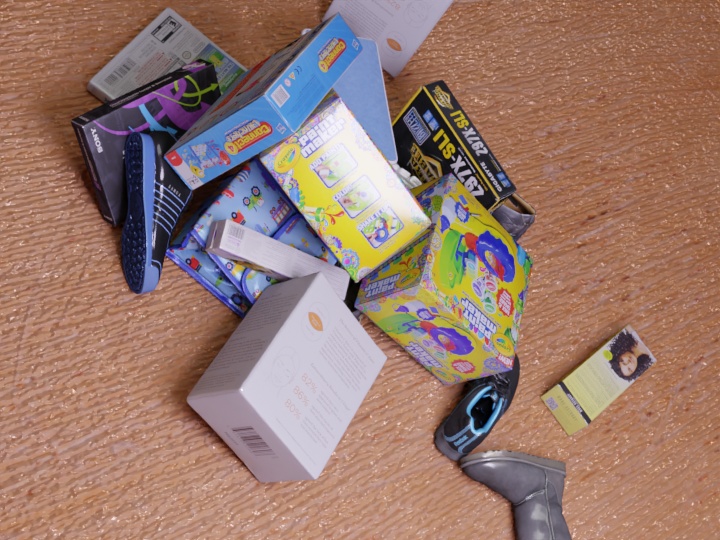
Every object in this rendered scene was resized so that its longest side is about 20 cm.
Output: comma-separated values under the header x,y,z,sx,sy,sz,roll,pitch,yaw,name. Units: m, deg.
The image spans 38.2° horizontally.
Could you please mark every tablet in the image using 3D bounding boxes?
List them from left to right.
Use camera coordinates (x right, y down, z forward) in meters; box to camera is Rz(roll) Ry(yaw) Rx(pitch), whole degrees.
x,y,z,sx,sy,sz,roll,pitch,yaw,name
-0.017,-0.246,1.479,0.129,0.014,0.202,1,70,-33,tablet

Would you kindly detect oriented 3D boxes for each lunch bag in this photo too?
x,y,z,sx,sy,sz,roll,pitch,yaw,name
-0.130,-0.018,1.364,0.200,0.094,0.151,45,55,-15,lunch bag

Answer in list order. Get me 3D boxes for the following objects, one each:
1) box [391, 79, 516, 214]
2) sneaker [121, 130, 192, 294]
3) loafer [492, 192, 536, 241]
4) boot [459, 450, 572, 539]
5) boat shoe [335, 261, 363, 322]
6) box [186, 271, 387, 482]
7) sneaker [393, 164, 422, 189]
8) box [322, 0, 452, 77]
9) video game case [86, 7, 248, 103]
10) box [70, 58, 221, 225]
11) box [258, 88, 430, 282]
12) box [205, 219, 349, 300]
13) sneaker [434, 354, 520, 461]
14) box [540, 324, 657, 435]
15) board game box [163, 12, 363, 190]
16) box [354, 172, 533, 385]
x,y,z,sx,sy,sz,roll,pitch,yaw,name
0.121,-0.152,1.524,0.049,0.160,0.201,-25,78,-37,box
-0.247,-0.071,1.288,0.077,0.070,0.202,-3,102,-40,sneaker
0.190,-0.134,1.608,0.200,0.072,0.073,41,52,-2,loafer
0.214,0.344,1.363,0.180,0.073,0.202,12,65,-21,boot
0.000,0.000,1.430,0.073,0.065,0.201,22,54,-15,boat shoe
-0.084,0.129,1.254,0.153,0.106,0.200,53,47,-22,box
0.004,-0.133,1.503,0.199,0.078,0.091,36,61,-2,sneaker
0.059,-0.431,1.611,0.152,0.200,0.107,37,53,-6,box
-0.254,-0.259,1.462,0.182,0.022,0.200,38,51,-6,video game case
-0.257,-0.164,1.324,0.199,0.144,0.036,-33,39,-28,box
-0.029,-0.121,1.316,0.193,0.122,0.200,51,5,-19,box
-0.102,-0.011,1.313,0.199,0.039,0.042,23,73,-34,box
0.179,0.175,1.421,0.073,0.082,0.200,39,51,-3,sneaker
0.357,0.160,1.550,0.199,0.050,0.075,-33,82,-37,box
-0.116,-0.204,1.259,0.056,0.195,0.200,50,45,-18,board game box
0.119,0.016,1.416,0.200,0.121,0.194,41,49,-30,box
